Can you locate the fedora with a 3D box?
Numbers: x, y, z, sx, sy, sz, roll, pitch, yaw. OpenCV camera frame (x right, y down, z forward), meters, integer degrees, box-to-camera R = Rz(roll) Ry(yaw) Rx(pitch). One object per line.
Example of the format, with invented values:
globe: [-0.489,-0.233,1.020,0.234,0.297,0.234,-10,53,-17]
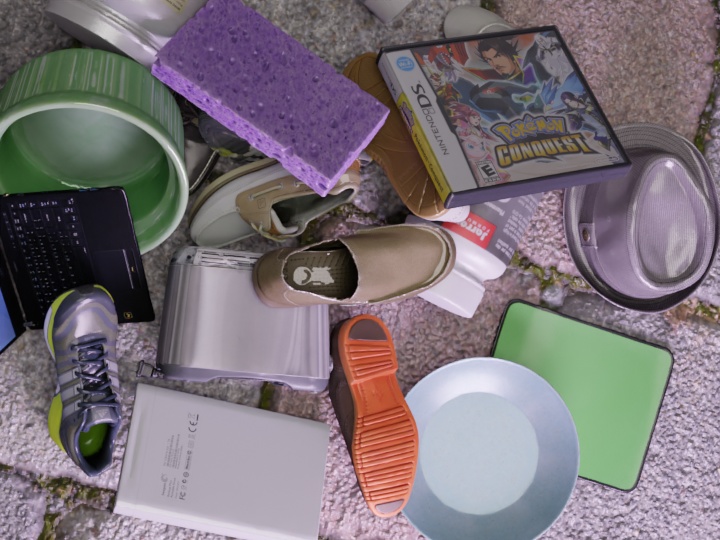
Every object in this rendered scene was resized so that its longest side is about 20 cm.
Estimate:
fedora: [0.303,-0.055,1.698,0.175,0.090,0.202,2,91,-12]

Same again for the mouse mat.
mouse mat: [0.222,0.132,1.729,0.199,0.008,0.162,18,87,-10]

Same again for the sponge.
sponge: [-0.082,-0.166,1.523,0.199,0.030,0.112,36,57,3]

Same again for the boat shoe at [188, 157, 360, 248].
boat shoe: [-0.086,-0.065,1.582,0.199,0.075,0.069,-31,61,29]

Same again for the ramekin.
ramekin: [-0.256,-0.110,1.534,0.198,0.098,0.201,-1,135,-1]

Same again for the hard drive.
hard drive: [-0.134,0.193,1.620,0.199,0.027,0.133,13,59,-11]

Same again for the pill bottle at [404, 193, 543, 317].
pill bottle: [0.114,-0.063,1.647,0.113,0.114,0.201,28,85,-11]

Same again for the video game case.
video game case: [0.136,-0.151,1.575,0.199,0.026,0.182,-11,59,-23]

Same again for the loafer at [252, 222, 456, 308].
loafer: [0.000,0.000,1.547,0.199,0.067,0.077,-12,93,-13]

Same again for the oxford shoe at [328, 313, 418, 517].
oxford shoe: [0.009,0.145,1.651,0.071,0.073,0.202,-5,86,-25]

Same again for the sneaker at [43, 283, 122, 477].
sneaker: [-0.252,0.105,1.556,0.073,0.081,0.201,-14,124,-25]

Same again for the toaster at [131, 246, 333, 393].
toaster: [-0.120,0.047,1.604,0.198,0.114,0.130,6,87,-14]

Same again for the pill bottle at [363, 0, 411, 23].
pill bottle: [-0.014,-0.346,1.617,0.200,0.110,0.110,45,83,-9]

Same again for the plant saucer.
plant saucer: [0.123,0.189,1.686,0.199,0.039,0.203,0,89,-3]

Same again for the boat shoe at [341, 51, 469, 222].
boat shoe: [0.044,-0.123,1.602,0.071,0.069,0.201,-36,62,17]

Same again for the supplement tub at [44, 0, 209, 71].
supplement tub: [-0.198,-0.299,1.563,0.144,0.145,0.201,30,85,-11]

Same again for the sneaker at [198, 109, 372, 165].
sneaker: [-0.075,-0.150,1.616,0.199,0.074,0.085,9,75,-40]

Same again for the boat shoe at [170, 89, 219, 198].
boat shoe: [-0.152,-0.167,1.615,0.071,0.066,0.202,22,87,-11]

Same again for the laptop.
laptop: [-0.304,0.025,1.524,0.198,0.104,0.178,-4,135,2]

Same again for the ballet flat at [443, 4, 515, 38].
ballet flat: [0.167,-0.197,1.681,0.069,0.069,0.200,-43,99,-7]
